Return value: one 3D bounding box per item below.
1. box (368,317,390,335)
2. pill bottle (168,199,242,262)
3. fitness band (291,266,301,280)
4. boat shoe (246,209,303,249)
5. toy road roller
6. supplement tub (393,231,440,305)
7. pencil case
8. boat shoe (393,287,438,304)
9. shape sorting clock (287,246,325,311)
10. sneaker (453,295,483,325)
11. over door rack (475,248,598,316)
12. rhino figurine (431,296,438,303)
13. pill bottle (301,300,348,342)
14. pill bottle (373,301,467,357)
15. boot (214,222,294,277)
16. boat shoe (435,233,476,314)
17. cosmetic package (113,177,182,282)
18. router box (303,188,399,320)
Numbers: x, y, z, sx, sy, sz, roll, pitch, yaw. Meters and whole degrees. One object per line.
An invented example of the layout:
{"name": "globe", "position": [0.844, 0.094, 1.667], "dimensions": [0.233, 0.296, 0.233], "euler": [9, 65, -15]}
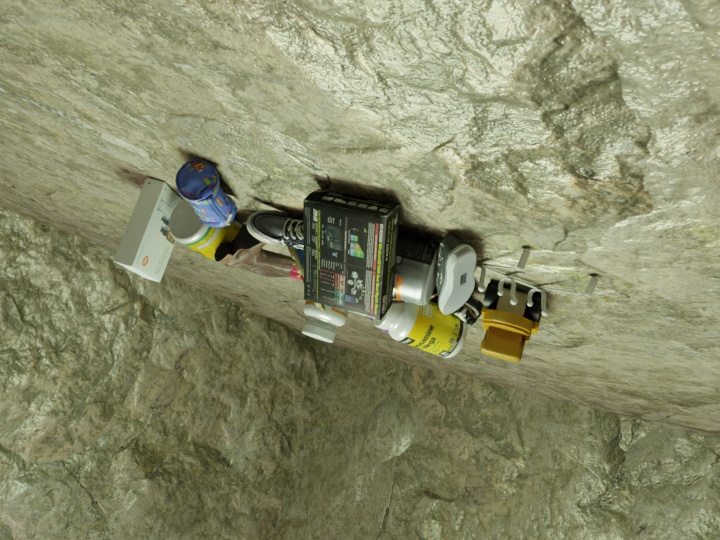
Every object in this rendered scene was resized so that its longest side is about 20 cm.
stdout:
{"name": "box", "position": [0.031, 0.092, 1.561], "dimensions": [0.200, 0.039, 0.137], "euler": [48, -173, 34]}
{"name": "pill bottle", "position": [-0.341, -0.084, 1.372], "dimensions": [0.112, 0.113, 0.200], "euler": [12, 167, 27]}
{"name": "fitness band", "position": [-0.203, -0.007, 1.708], "dimensions": [0.199, 0.038, 0.144], "euler": [13, 170, 27]}
{"name": "boat shoe", "position": [-0.125, -0.083, 1.176], "dimensions": [0.199, 0.075, 0.093], "euler": [12, 169, -14]}
{"name": "toy road roller", "position": [0.313, 0.121, 1.250], "dimensions": [0.123, 0.146, 0.200], "euler": [14, 167, 18]}
{"name": "supplement tub", "position": [0.043, -0.016, 1.092], "dimensions": [0.199, 0.123, 0.123], "euler": [15, 168, 16]}
{"name": "pencil case", "position": [-0.292, -0.140, 1.130], "dimensions": [0.087, 0.078, 0.200], "euler": [46, 171, 8]}
{"name": "boat shoe", "position": [0.110, 0.025, 1.164], "dimensions": [0.199, 0.071, 0.070], "euler": [-15, -174, 5]}
{"name": "shape sorting clock", "position": [-0.128, 0.003, 1.346], "dimensions": [0.039, 0.200, 0.200], "euler": [-24, 168, -5]}
{"name": "sneaker", "position": [0.199, 0.050, 1.284], "dimensions": [0.090, 0.078, 0.200], "euler": [38, 170, 39]}
{"name": "over door rack", "position": [0.296, 0.028, 1.053], "dimensions": [0.147, 0.067, 0.200], "euler": [20, 168, -12]}
{"name": "rhino figurine", "position": [0.123, 0.079, 1.479], "dimensions": [0.200, 0.088, 0.060], "euler": [7, 163, 41]}
{"name": "pill bottle", "position": [-0.077, 0.074, 1.477], "dimensions": [0.111, 0.201, 0.111], "euler": [17, 168, 4]}
{"name": "pill bottle", "position": [0.135, 0.120, 1.344], "dimensions": [0.200, 0.113, 0.112], "euler": [21, 167, -19]}
{"name": "boot", "position": [-0.204, -0.041, 1.356], "dimensions": [0.186, 0.064, 0.200], "euler": [-22, 152, 32]}
{"name": "boat shoe", "position": [0.168, 0.008, 1.062], "dimensions": [0.057, 0.068, 0.200], "euler": [55, 161, 31]}
{"name": "cosmetic package", "position": [-0.470, -0.088, 1.332], "dimensions": [0.052, 0.201, 0.151], "euler": [15, 168, 10]}
{"name": "router box", "position": [-0.018, -0.028, 0.998], "dimensions": [0.149, 0.201, 0.062], "euler": [15, -148, 20]}
